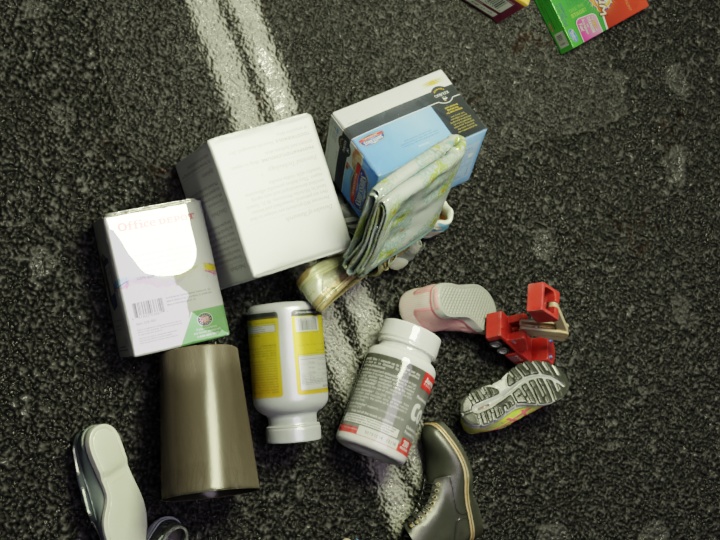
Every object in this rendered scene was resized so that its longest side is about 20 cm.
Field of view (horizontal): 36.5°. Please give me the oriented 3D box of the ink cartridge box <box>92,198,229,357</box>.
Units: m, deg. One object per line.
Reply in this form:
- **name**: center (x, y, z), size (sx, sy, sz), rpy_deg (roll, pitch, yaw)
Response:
- **ink cartridge box**: center (-0.283, 0.011, 1.542), size (0.145, 0.087, 0.201), rpy_deg (-12, 91, -26)

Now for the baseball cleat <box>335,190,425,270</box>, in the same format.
- **baseball cleat**: center (0.016, -0.088, 1.686), size (0.200, 0.106, 0.070), rpy_deg (38, 25, -24)

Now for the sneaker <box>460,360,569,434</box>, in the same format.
- **sneaker**: center (0.243, 0.209, 1.764), size (0.199, 0.090, 0.078), rpy_deg (-17, 63, -16)

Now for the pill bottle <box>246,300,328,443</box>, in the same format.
- **pill bottle**: center (-0.105, 0.148, 1.595), size (0.111, 0.112, 0.202), rpy_deg (-2, 85, -25)

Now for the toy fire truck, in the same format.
- **toy fire truck**: center (0.277, 0.095, 1.728), size (0.200, 0.140, 0.049), rpy_deg (40, 47, -43)

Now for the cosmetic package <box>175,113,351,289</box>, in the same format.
- **cosmetic package**: center (-0.143, -0.096, 1.575), size (0.166, 0.167, 0.201), rpy_deg (-19, 93, -27)

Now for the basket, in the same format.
- **basket**: center (-0.217, 0.212, 1.520), size (0.135, 0.180, 0.201), rpy_deg (-7, 76, 1)

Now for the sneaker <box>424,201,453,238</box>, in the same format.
- **sneaker**: center (0.068, -0.138, 1.725), size (0.200, 0.081, 0.077), rpy_deg (41, 70, -10)

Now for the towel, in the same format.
- **towel**: center (0.064, -0.088, 1.536), size (0.048, 0.172, 0.200), rpy_deg (41, 51, 15)

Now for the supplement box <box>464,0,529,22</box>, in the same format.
- **supplement box**: center (0.237, -0.546, 1.840), size (0.130, 0.103, 0.201), rpy_deg (27, 74, -19)

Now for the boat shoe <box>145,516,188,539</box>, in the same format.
- **boat shoe**: center (-0.293, 0.436, 1.496), size (0.072, 0.071, 0.201), rpy_deg (22, 75, -21)

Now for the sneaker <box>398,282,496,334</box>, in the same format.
- **sneaker**: center (0.136, 0.064, 1.748), size (0.200, 0.104, 0.076), rpy_deg (16, 66, -52)

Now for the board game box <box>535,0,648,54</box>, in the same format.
- **board game box**: center (0.405, -0.497, 1.947), size (0.199, 0.040, 0.154), rpy_deg (-32, 98, -24)

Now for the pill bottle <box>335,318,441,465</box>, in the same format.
- **pill bottle**: center (0.047, 0.183, 1.660), size (0.113, 0.114, 0.201), rpy_deg (27, 74, -20)

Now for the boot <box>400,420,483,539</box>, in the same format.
- **boot**: center (0.105, 0.347, 1.679), size (0.138, 0.077, 0.201), rpy_deg (-21, 92, -34)

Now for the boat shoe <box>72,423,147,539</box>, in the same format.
- **boat shoe**: center (-0.348, 0.310, 1.497), size (0.073, 0.062, 0.201), rpy_deg (-17, 95, -50)

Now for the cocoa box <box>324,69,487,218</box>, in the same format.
- **cocoa box**: center (0.065, -0.183, 1.630), size (0.199, 0.134, 0.132), rpy_deg (-25, 65, -22)

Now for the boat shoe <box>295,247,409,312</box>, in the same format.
- **boat shoe**: center (0.000, -0.001, 1.607), size (0.200, 0.073, 0.063), rpy_deg (-24, 72, -34)

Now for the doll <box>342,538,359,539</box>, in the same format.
- **doll**: center (-0.015, 0.473, 1.633), size (0.199, 0.048, 0.137), rpy_deg (-9, 80, -32)
